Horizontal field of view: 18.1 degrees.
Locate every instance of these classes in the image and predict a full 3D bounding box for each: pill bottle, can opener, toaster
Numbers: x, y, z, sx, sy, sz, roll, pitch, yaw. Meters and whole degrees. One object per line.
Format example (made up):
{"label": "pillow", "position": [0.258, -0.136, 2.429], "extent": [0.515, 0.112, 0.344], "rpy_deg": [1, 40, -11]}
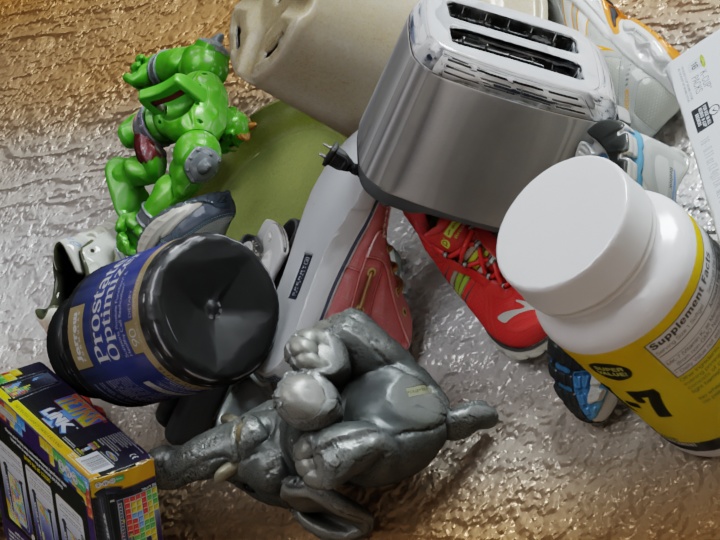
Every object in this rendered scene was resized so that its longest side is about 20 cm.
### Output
{"label": "pill bottle", "position": [0.178, 0.022, 1.385], "extent": [0.114, 0.200, 0.115], "rpy_deg": [-27, 42, 28]}
{"label": "pill bottle", "position": [-0.153, 0.042, 1.671], "extent": [0.200, 0.112, 0.112], "rpy_deg": [-17, 47, 56]}
{"label": "can opener", "position": [-0.095, 0.050, 1.745], "extent": [0.200, 0.066, 0.053], "rpy_deg": [-60, 32, 17]}
{"label": "toaster", "position": [0.083, -0.107, 1.559], "extent": [0.114, 0.199, 0.130], "rpy_deg": [-91, 19, -56]}

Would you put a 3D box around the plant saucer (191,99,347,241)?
{"label": "plant saucer", "position": [-0.074, -0.053, 1.848], "extent": [0.200, 0.031, 0.201], "rpy_deg": [-26, 44, 28]}

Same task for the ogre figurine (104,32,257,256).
{"label": "ogre figurine", "position": [-0.156, -0.115, 1.879], "extent": [0.120, 0.098, 0.200], "rpy_deg": [-31, 26, 40]}

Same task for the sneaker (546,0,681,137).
{"label": "sneaker", "position": [0.165, -0.153, 1.654], "extent": [0.092, 0.076, 0.200], "rpy_deg": [-51, 36, 7]}

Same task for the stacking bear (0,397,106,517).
{"label": "stacking bear", "position": [-0.307, 0.154, 1.858], "extent": [0.199, 0.121, 0.114], "rpy_deg": [-27, 50, 14]}

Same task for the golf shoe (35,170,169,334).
{"label": "golf shoe", "position": [-0.210, -0.015, 1.903], "extent": [0.078, 0.097, 0.201], "rpy_deg": [-13, 49, 41]}

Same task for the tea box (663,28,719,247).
{"label": "tea box", "position": [0.317, -0.079, 1.382], "extent": [0.196, 0.134, 0.200], "rpy_deg": [-33, 41, 21]}

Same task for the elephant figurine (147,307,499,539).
{"label": "elephant figurine", "position": [-0.035, 0.122, 1.593], "extent": [0.141, 0.155, 0.200], "rpy_deg": [-36, -8, -39]}

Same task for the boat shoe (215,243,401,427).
{"label": "boat shoe", "position": [-0.050, 0.051, 1.707], "extent": [0.202, 0.065, 0.074], "rpy_deg": [-52, 37, -2]}

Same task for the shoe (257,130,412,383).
{"label": "shoe", "position": [0.000, 0.000, 1.653], "extent": [0.071, 0.091, 0.201], "rpy_deg": [18, 85, 61]}

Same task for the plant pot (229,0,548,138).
{"label": "plant pot", "position": [0.009, -0.176, 1.692], "extent": [0.200, 0.183, 0.201], "rpy_deg": [-42, 39, 45]}

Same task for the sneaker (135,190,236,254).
{"label": "sneaker", "position": [-0.138, 0.016, 1.785], "extent": [0.086, 0.077, 0.200], "rpy_deg": [55, 136, 20]}

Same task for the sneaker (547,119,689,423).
{"label": "sneaker", "position": [0.184, 0.005, 1.504], "extent": [0.075, 0.086, 0.201], "rpy_deg": [11, 91, 59]}

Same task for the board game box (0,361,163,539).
{"label": "board game box", "position": [-0.212, 0.182, 1.690], "extent": [0.057, 0.166, 0.200], "rpy_deg": [-19, 28, -26]}

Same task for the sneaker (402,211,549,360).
{"label": "sneaker", "position": [0.084, -0.006, 1.600], "extent": [0.077, 0.085, 0.200], "rpy_deg": [-50, 37, 3]}
